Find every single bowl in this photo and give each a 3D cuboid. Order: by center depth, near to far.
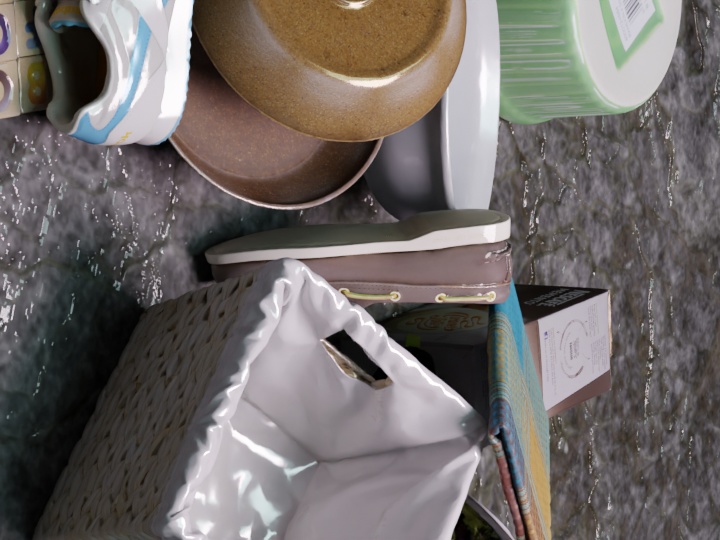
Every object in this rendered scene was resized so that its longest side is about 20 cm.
[{"bbox_3d":[0.037,-0.116,1.820,0.201,0.090,0.201,2,90,-78],"label":"bowl"}]

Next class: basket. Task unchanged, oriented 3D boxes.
[{"bbox_3d":[-0.061,0.129,1.622,0.198,0.161,0.200,41,59,-29],"label":"basket"}]

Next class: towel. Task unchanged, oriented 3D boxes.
[{"bbox_3d":[0.102,0.102,1.744,0.200,0.022,0.147,-85,161,-59],"label":"towel"}]

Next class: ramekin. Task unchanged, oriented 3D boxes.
[{"bbox_3d":[0.165,-0.210,2.018,0.200,0.098,0.200,-8,100,-55],"label":"ramekin"}]

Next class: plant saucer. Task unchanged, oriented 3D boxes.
[{"bbox_3d":[-0.014,-0.181,1.671,0.200,0.035,0.200,7,73,-25],"label":"plant saucer"},{"bbox_3d":[-0.068,-0.134,1.688,0.200,0.037,0.200,9,74,-35],"label":"plant saucer"}]

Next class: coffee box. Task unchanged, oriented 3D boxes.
[{"bbox_3d":[0.088,0.067,1.917,0.200,0.114,0.080,-18,109,-54],"label":"coffee box"}]

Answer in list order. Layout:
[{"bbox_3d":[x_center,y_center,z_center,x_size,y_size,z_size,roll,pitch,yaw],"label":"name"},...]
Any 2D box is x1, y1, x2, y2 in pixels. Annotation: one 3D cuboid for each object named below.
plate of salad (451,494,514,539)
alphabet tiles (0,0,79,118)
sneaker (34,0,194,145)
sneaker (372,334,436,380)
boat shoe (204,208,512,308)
[{"bbox_3d":[0.074,0.218,1.853,0.048,0.200,0.200,-36,126,-22],"label":"plate of salad"},{"bbox_3d":[-0.197,-0.193,1.560,0.166,0.006,0.200,-16,107,-55],"label":"alphabet tiles"},{"bbox_3d":[-0.147,-0.174,1.567,0.081,0.077,0.200,-4,94,-51],"label":"sneaker"},{"bbox_3d":[0.018,0.132,1.749,0.083,0.072,0.200,100,-5,-55],"label":"sneaker"},{"bbox_3d":[0.000,0.000,1.725,0.072,0.200,0.060,-109,-166,-74],"label":"boat shoe"}]
